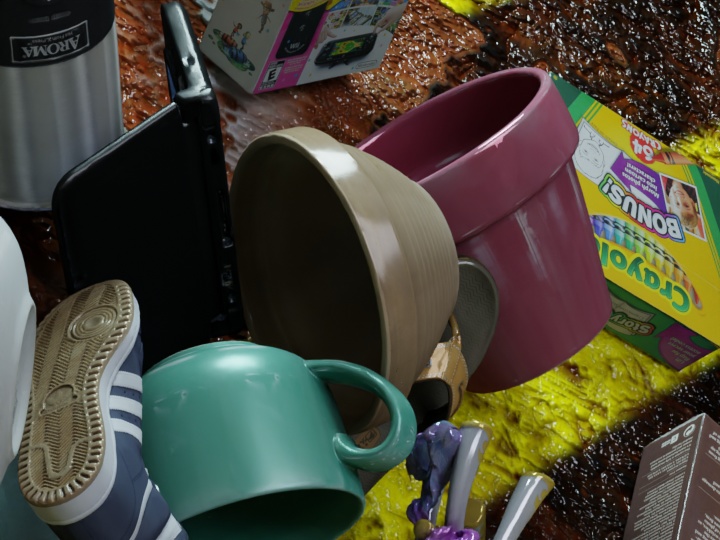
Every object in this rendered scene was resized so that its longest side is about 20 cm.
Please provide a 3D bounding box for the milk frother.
[{"bbox_3d":[-0.240,-0.170,1.519,0.179,0.189,0.200,-3,39,-5],"label":"milk frother"}]

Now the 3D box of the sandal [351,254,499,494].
[{"bbox_3d":[0.032,0.082,1.605,0.200,0.055,0.082,-50,120,-11],"label":"sandal"}]

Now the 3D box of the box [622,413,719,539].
[{"bbox_3d":[0.253,0.218,1.789,0.100,0.075,0.200,39,41,-18],"label":"box"}]

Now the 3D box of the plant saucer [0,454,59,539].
[{"bbox_3d":[-0.254,0.130,1.394,0.200,0.039,0.202,23,49,-30],"label":"plant saucer"}]

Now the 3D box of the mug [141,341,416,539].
[{"bbox_3d":[-0.069,0.111,1.482,0.184,0.152,0.115,-10,66,-16],"label":"mug"}]

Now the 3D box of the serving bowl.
[{"bbox_3d":[-0.215,0.056,1.297,0.065,0.201,0.201,7,52,-2],"label":"serving bowl"}]

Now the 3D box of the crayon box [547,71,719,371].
[{"bbox_3d":[0.206,-0.039,1.927,0.199,0.058,0.173,29,47,-26],"label":"crayon box"}]

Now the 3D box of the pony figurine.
[{"bbox_3d":[0.053,0.204,1.551,0.193,0.166,0.201,42,55,-52],"label":"pony figurine"}]

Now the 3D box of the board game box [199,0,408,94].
[{"bbox_3d":[-0.017,-0.235,1.737,0.064,0.201,0.147,41,35,25],"label":"board game box"}]

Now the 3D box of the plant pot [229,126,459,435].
[{"bbox_3d":[0.000,0.000,1.549,0.092,0.201,0.202,-15,74,-29],"label":"plant pot"}]

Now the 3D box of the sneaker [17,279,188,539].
[{"bbox_3d":[-0.147,0.101,1.391,0.200,0.070,0.109,-89,156,-52],"label":"sneaker"}]

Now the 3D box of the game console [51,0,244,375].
[{"bbox_3d":[-0.143,-0.041,1.531,0.116,0.201,0.176,-11,42,-9],"label":"game console"}]

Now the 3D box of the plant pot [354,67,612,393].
[{"bbox_3d":[0.087,-0.020,1.717,0.180,0.199,0.200,61,39,-16],"label":"plant pot"}]
